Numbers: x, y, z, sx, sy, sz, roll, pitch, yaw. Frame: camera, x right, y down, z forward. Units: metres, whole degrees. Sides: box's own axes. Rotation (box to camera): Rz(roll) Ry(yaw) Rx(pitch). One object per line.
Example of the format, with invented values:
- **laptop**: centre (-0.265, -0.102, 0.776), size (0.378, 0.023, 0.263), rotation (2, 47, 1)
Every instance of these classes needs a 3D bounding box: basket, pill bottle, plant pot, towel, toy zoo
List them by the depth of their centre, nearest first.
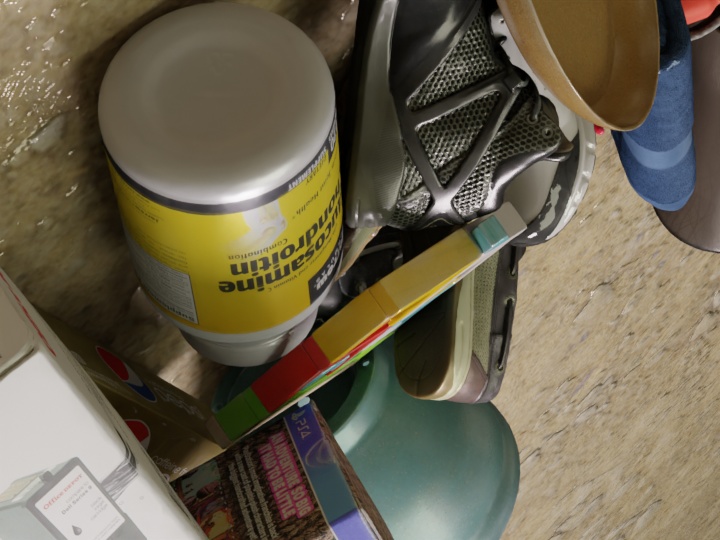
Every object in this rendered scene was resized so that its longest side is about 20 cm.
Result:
- **pill bottle**: centre (-0.065, -0.033, 0.934), size (0.112, 0.112, 0.200), rotation (-37, 155, -18)
- **plant pot**: centre (0.103, -0.166, 0.950), size (0.027, 0.201, 0.200), rotation (-13, 171, 27)
- **toy zoo**: centre (0.011, 0.023, 1.021), size (0.200, 0.020, 0.131), rotation (-40, 174, 41)
- **towel**: centre (0.171, -0.119, 1.126), size (0.048, 0.112, 0.200), rotation (-13, 155, 5)
- **plant pot**: centre (-0.014, 0.113, 1.190), size (0.200, 0.200, 0.134), rotation (-42, 129, -9)
- **basket**: centre (0.286, -0.135, 1.330), size (0.180, 0.136, 0.200), rotation (-50, 156, -23)

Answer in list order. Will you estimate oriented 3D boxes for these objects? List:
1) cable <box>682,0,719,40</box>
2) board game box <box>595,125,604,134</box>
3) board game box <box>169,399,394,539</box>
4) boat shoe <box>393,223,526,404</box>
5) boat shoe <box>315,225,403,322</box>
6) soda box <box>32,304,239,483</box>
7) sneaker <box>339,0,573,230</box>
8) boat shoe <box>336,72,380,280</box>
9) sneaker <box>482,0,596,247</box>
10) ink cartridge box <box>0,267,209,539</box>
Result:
- **cable**: centre (0.259, -0.191, 1.183), size (0.199, 0.050, 0.097), rotation (-7, 127, 2)
- **board game box**: centre (0.119, -0.072, 1.261), size (0.158, 0.039, 0.200), rotation (-42, 156, -9)
- **board game box**: centre (-0.076, 0.180, 0.971), size (0.200, 0.097, 0.159), rotation (-30, -162, -1)
- **boat shoe**: centre (0.066, -0.018, 1.121), size (0.066, 0.072, 0.202), rotation (17, 75, -40)
- **boat shoe**: centre (0.000, 0.000, 1.142), size (0.200, 0.071, 0.072), rotation (-25, 150, -32)
- **soda box**: centre (-0.137, 0.091, 1.040), size (0.068, 0.064, 0.200), rotation (-47, 148, 3)
- **sneaker**: centre (0.054, -0.116, 0.948), size (0.114, 0.076, 0.200), rotation (3, 105, -9)
- **boat shoe**: centre (0.000, -0.049, 1.065), size (0.200, 0.072, 0.076), rotation (-51, 157, 11)
- **sneaker**: centre (0.085, -0.113, 1.038), size (0.080, 0.074, 0.201), rotation (0, 93, -46)
- **ink cartridge box**: centre (-0.154, 0.080, 0.848), size (0.084, 0.146, 0.200), rotation (-37, 132, -7)
